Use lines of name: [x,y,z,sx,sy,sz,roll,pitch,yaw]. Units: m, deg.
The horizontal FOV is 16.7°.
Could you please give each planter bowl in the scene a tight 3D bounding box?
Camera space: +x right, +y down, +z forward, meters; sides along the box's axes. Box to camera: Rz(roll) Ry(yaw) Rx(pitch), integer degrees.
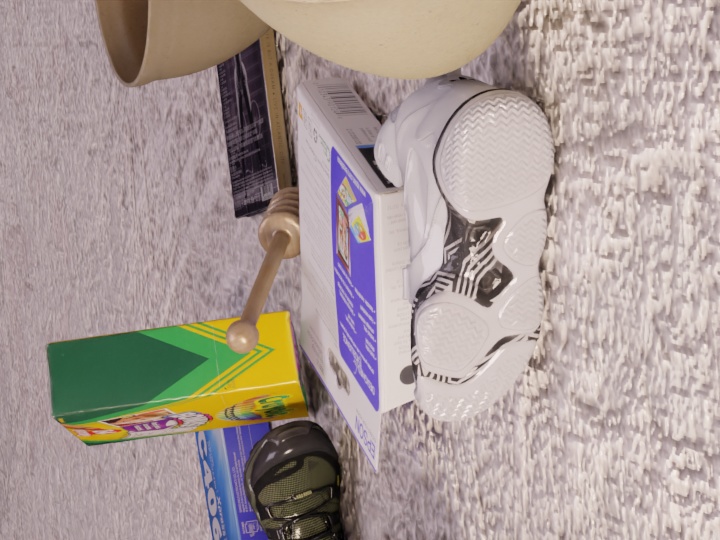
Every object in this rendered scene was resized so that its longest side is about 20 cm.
planter bowl: [-0.110,-0.235,1.738,0.200,0.134,0.202,174,90,-73]

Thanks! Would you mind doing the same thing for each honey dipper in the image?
honey dipper: [-0.063,0.000,1.691,0.200,0.038,0.038,-71,-14,-62]

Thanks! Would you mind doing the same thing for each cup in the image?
cup: [0.017,-0.184,1.304,0.143,0.199,0.201,61,-172,-56]

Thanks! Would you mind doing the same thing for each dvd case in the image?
dvd case: [-0.086,-0.146,1.894,0.149,0.016,0.201,167,96,-74]

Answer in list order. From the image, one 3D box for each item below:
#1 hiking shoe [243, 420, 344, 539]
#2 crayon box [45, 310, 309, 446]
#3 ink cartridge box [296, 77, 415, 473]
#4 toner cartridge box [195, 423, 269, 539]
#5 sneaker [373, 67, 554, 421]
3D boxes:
hiking shoe: [-0.033,0.199,1.774,0.101,0.075,0.201,52,154,45]
crayon box: [-0.127,0.081,1.764,0.200,0.171,0.059,85,179,-80]
ink cartridge box: [0.000,0.000,1.616,0.198,0.043,0.201,-124,31,-60]
toner cartridge box: [-0.103,0.150,2.006,0.095,0.043,0.201,135,127,-67]
sneaker: [0.055,-0.022,1.390,0.115,0.075,0.201,-126,39,-59]
